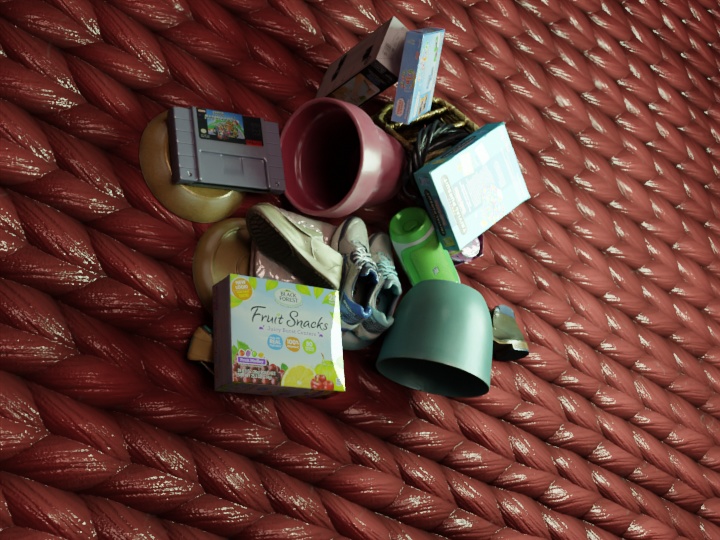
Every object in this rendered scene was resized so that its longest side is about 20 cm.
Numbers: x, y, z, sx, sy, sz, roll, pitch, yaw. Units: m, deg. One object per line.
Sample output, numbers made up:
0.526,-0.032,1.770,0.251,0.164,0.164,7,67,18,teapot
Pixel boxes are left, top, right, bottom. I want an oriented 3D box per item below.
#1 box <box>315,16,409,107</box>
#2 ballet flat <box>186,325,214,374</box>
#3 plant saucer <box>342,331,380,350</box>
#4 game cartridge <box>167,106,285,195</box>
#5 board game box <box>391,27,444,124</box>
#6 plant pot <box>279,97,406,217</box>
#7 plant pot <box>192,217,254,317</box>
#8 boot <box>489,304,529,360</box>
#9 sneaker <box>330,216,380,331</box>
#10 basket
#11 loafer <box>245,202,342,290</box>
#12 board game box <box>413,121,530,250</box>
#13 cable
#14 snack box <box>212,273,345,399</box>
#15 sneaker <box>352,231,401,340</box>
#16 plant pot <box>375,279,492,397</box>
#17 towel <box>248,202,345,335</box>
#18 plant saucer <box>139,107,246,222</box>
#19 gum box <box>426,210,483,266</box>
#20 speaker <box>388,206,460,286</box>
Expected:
0.004,-0.360,1.684,0.060,0.200,0.117,36,54,-24,box
-0.185,0.156,1.459,0.199,0.069,0.063,33,85,-22,ballet flat
-0.020,0.039,1.640,0.199,0.027,0.202,14,66,-35,plant saucer
-0.216,-0.196,1.519,0.199,0.038,0.131,2,77,-38,game cartridge
0.104,-0.349,1.645,0.200,0.036,0.152,-49,151,-68,board game box
-0.020,-0.189,1.626,0.179,0.199,0.201,3,72,-53,plant pot
-0.181,0.005,1.526,0.199,0.027,0.201,14,66,-33,plant pot
0.242,0.112,1.799,0.199,0.075,0.098,18,52,-40,boot
0.000,0.000,1.558,0.077,0.085,0.201,16,65,-35,sneaker
0.111,-0.268,1.768,0.199,0.149,0.144,-23,89,-39,basket
-0.104,-0.044,1.502,0.200,0.075,0.069,45,51,-25,loafer
0.199,-0.150,1.638,0.200,0.047,0.152,-35,112,-30,board game box
0.161,-0.178,1.670,0.199,0.051,0.164,16,81,-35,cable
-0.126,0.105,1.430,0.199,0.068,0.170,12,64,-35,snack box
0.042,0.021,1.620,0.077,0.086,0.201,21,62,-30,sneaker
0.140,0.112,1.615,0.200,0.200,0.162,27,65,-28,plant pot
-0.095,-0.002,1.558,0.199,0.032,0.192,17,65,-34,towel
-0.262,-0.179,1.521,0.199,0.035,0.202,14,66,-34,plant saucer
0.172,-0.102,1.780,0.066,0.113,0.201,15,66,-33,gum box
0.119,-0.019,1.683,0.089,0.088,0.201,-63,141,-34,speaker
